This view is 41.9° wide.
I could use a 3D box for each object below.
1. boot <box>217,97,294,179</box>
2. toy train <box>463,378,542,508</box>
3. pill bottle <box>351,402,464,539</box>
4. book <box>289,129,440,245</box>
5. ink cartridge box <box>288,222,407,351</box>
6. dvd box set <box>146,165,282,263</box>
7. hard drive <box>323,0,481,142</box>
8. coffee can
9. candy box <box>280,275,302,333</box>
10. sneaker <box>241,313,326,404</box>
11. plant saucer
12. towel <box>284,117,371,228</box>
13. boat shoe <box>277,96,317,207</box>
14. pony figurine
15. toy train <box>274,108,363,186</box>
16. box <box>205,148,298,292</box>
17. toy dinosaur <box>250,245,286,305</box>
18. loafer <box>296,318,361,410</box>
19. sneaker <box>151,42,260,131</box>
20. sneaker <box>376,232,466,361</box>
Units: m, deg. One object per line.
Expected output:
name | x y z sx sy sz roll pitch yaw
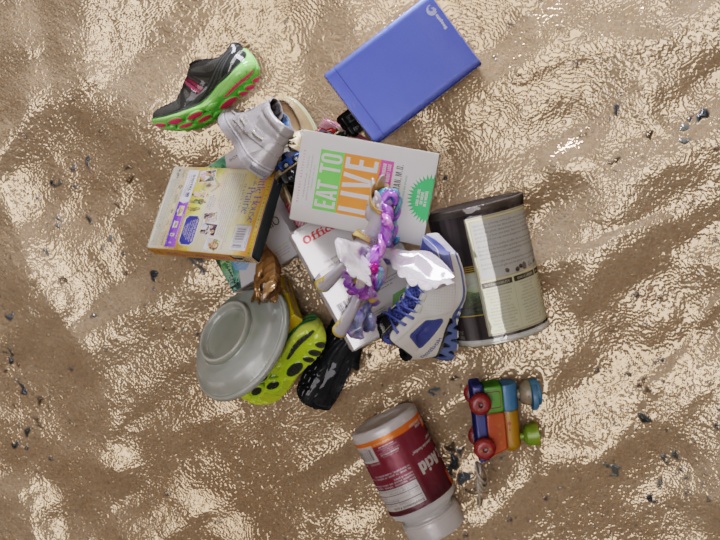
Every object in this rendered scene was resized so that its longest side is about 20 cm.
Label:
boot | -0.153 -0.222 1.433 0.073 0.200 0.096 28 108 -37
toy train | 0.229 0.266 1.466 0.115 0.085 0.201 -7 97 0
pill bottle | 0.078 0.322 1.486 0.114 0.114 0.201 -26 92 15
book | 0.006 -0.120 1.360 0.199 0.048 0.134 11 96 7
ink cartridge box | 0.000 0.000 1.429 0.145 0.084 0.201 -29 91 -3
dvd box set | -0.224 -0.089 1.449 0.199 0.029 0.147 4 70 27
hard drive | 0.063 -0.302 1.418 0.200 0.025 0.132 -37 89 2
coffee can | 0.189 -0.003 1.395 0.146 0.146 0.201 -12 96 14
candy box | -0.181 0.106 1.526 0.200 0.102 0.026 -42 127 15
sneaker | -0.127 0.146 1.526 0.200 0.084 0.074 -40 109 20
plant saucer | -0.200 0.105 1.485 0.200 0.201 0.050 -39 132 15
towel | -0.037 -0.122 1.494 0.144 0.023 0.201 28 103 9
boat shoe | -0.101 -0.179 1.461 0.074 0.066 0.201 -24 81 26
pony figurine | 0.014 -0.006 1.277 0.166 0.193 0.201 9 126 -26
toy train | -0.057 -0.194 1.427 0.200 0.034 0.046 -40 95 -21
box | -0.192 -0.085 1.519 0.144 0.036 0.201 -30 87 20
toy dinosaur | -0.143 -0.010 1.455 0.060 0.200 0.107 -5 130 -15
loafer | -0.030 0.134 1.514 0.070 0.068 0.201 27 96 -31
sneaker | -0.250 -0.290 1.500 0.199 0.077 0.084 -31 72 13
sneaker | 0.081 0.056 1.337 0.115 0.081 0.200 -12 122 -20
